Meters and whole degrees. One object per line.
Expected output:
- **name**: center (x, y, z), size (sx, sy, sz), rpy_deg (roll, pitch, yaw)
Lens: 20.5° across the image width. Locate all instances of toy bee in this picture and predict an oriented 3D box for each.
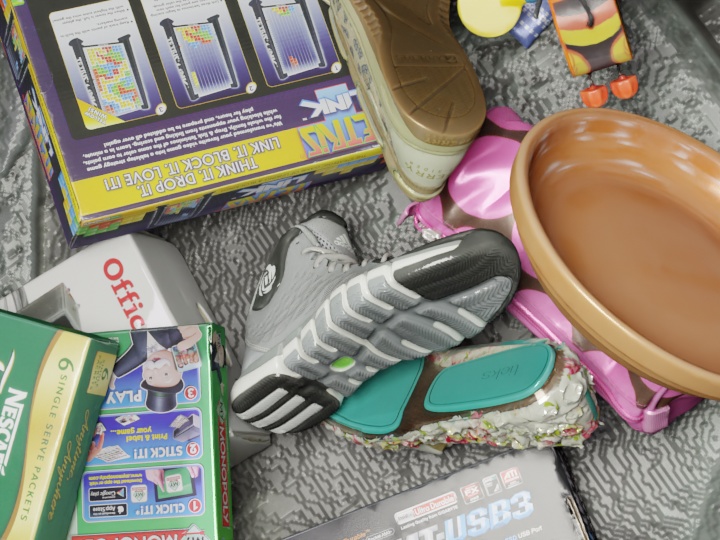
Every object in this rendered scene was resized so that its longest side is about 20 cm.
- **toy bee**: center (0.115, -0.148, 1.099), size (0.131, 0.200, 0.109), rpy_deg (-4, 123, 28)

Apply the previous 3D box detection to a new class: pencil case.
- **pencil case**: center (0.119, 0.004, 1.118), size (0.200, 0.091, 0.094), rpy_deg (42, 58, 16)

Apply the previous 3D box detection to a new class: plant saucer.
- **plant saucer**: center (0.163, -0.004, 1.052), size (0.200, 0.200, 0.037), rpy_deg (45, 128, 14)

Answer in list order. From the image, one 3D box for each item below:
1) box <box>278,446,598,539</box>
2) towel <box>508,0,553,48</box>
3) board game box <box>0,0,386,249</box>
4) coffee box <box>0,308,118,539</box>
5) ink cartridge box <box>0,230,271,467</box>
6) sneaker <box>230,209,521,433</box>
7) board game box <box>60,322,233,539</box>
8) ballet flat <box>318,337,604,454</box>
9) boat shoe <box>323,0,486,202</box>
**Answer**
- **box**: center (0.053, 0.220, 1.124), size (0.200, 0.050, 0.199), rpy_deg (-23, 76, 8)
- **towel**: center (0.112, -0.252, 1.188), size (0.145, 0.024, 0.200), rpy_deg (42, 95, 12)
- **board game box**: center (-0.096, -0.118, 1.153), size (0.200, 0.057, 0.165), rpy_deg (-15, 79, -21)
- **coffee box**: center (-0.242, 0.070, 1.100), size (0.200, 0.044, 0.123), rpy_deg (16, 86, 17)
- **ink cartridge box**: center (-0.176, 0.085, 1.177), size (0.200, 0.083, 0.147), rpy_deg (-31, 76, 8)
- **sneaker**: center (0.000, 0.000, 1.113), size (0.200, 0.075, 0.116), rpy_deg (-31, 44, 30)
- **board game box**: center (-0.171, 0.104, 1.114), size (0.200, 0.029, 0.135), rpy_deg (-5, 82, 14)
- **ballet flat**: center (0.051, 0.078, 1.117), size (0.200, 0.064, 0.076), rpy_deg (-1, 52, 46)
- **boat shoe**: center (0.017, -0.128, 1.120), size (0.073, 0.063, 0.200), rpy_deg (3, 47, -17)
